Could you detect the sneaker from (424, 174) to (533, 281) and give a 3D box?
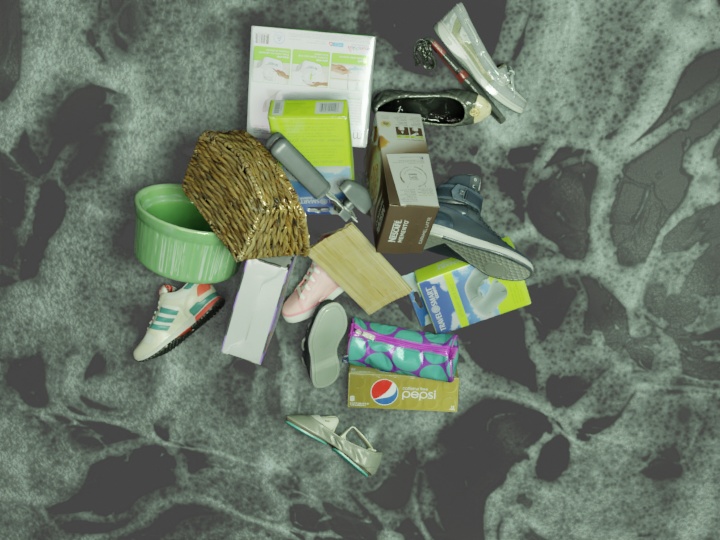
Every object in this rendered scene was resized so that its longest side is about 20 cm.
[{"bbox_3d":[0.204,-0.077,1.412,0.201,0.147,0.077,23,149,-1],"label":"sneaker"}]

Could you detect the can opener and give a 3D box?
[{"bbox_3d":[-0.058,-0.146,1.307,0.067,0.053,0.200,-44,126,3],"label":"can opener"}]

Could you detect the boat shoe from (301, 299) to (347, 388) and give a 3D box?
[{"bbox_3d":[-0.071,0.119,1.483,0.075,0.060,0.201,-13,135,-27],"label":"boat shoe"}]

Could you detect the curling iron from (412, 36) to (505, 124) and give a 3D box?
[{"bbox_3d":[0.165,-0.312,1.415,0.199,0.026,0.050,37,125,-13],"label":"curling iron"}]

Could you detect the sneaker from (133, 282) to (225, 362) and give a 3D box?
[{"bbox_3d":[-0.338,0.079,1.524,0.199,0.070,0.094,-38,84,13],"label":"sneaker"}]

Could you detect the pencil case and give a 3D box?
[{"bbox_3d":[0.072,0.138,1.487,0.198,0.093,0.086,9,67,12],"label":"pencil case"}]

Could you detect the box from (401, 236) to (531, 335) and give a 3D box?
[{"bbox_3d":[0.184,0.032,1.484,0.198,0.048,0.123,-20,120,6],"label":"box"}]

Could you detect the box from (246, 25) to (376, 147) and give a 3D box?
[{"bbox_3d":[-0.079,-0.299,1.387,0.198,0.097,0.179,4,106,0],"label":"box"}]

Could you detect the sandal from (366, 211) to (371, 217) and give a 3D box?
[{"bbox_3d":[0.090,-0.104,1.463,0.210,0.078,0.070,27,72,-13],"label":"sandal"}]

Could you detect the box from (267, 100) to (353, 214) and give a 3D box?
[{"bbox_3d":[-0.073,-0.175,1.346,0.120,0.048,0.201,1,139,4],"label":"box"}]

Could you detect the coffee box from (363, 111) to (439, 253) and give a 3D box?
[{"bbox_3d":[0.061,-0.140,1.355,0.079,0.202,0.115,2,141,-11],"label":"coffee box"}]

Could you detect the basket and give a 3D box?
[{"bbox_3d":[-0.159,-0.128,1.332,0.200,0.148,0.143,49,126,31],"label":"basket"}]

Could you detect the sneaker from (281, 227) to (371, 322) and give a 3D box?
[{"bbox_3d":[-0.069,-0.001,1.472,0.199,0.075,0.105,-33,117,2],"label":"sneaker"}]

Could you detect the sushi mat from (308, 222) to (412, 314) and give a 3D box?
[{"bbox_3d":[0.000,0.000,1.424,0.095,0.012,0.200,-27,133,20],"label":"sushi mat"}]

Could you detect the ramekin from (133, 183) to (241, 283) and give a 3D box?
[{"bbox_3d":[-0.279,-0.060,1.412,0.198,0.200,0.099,15,113,-3],"label":"ramekin"}]

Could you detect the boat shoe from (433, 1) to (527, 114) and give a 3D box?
[{"bbox_3d":[0.204,-0.338,1.381,0.065,0.074,0.202,-42,94,16],"label":"boat shoe"}]

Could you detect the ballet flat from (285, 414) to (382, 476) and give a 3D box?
[{"bbox_3d":[-0.046,0.305,1.580,0.199,0.067,0.064,35,76,-8],"label":"ballet flat"}]

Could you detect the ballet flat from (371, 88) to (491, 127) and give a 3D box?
[{"bbox_3d":[0.116,-0.262,1.407,0.197,0.057,0.067,2,123,3],"label":"ballet flat"}]

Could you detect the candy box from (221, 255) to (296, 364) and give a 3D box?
[{"bbox_3d":[-0.162,0.037,1.428,0.071,0.200,0.169,17,106,-3],"label":"candy box"}]

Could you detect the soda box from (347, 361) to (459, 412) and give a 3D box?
[{"bbox_3d":[0.077,0.207,1.539,0.197,0.064,0.069,2,106,1],"label":"soda box"}]
